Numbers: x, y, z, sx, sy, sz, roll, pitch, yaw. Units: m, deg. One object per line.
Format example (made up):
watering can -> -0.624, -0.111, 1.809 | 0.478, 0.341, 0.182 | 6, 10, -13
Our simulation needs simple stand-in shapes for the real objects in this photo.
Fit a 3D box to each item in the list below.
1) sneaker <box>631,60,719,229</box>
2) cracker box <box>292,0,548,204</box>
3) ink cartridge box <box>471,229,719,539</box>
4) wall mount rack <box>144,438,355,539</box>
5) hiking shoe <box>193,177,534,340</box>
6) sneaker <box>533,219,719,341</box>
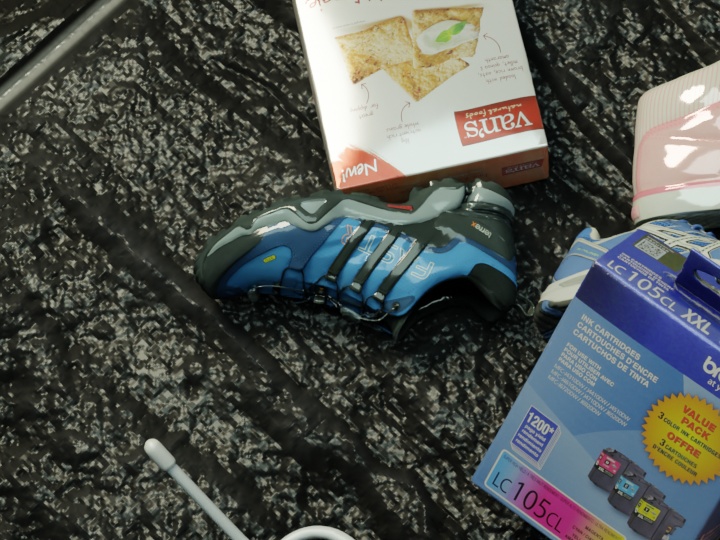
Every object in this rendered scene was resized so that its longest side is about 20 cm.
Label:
sneaker -> 0.262, -0.084, 1.789 | 0.200, 0.075, 0.105 | -5, 74, 5
cracker box -> 0.031, -0.142, 1.832 | 0.134, 0.058, 0.200 | -12, 70, -1
ink cartridge box -> 0.170, 0.073, 1.674 | 0.136, 0.076, 0.200 | 35, 118, 14
wall mount rack -> -0.092, 0.204, 1.698 | 0.174, 0.075, 0.200 | 37, 75, 15
hiking shoe -> 0.000, 0.000, 1.770 | 0.200, 0.074, 0.087 | -9, 69, -1
sneaker -> 0.200, 0.002, 1.736 | 0.200, 0.076, 0.077 | -1, 50, 26
